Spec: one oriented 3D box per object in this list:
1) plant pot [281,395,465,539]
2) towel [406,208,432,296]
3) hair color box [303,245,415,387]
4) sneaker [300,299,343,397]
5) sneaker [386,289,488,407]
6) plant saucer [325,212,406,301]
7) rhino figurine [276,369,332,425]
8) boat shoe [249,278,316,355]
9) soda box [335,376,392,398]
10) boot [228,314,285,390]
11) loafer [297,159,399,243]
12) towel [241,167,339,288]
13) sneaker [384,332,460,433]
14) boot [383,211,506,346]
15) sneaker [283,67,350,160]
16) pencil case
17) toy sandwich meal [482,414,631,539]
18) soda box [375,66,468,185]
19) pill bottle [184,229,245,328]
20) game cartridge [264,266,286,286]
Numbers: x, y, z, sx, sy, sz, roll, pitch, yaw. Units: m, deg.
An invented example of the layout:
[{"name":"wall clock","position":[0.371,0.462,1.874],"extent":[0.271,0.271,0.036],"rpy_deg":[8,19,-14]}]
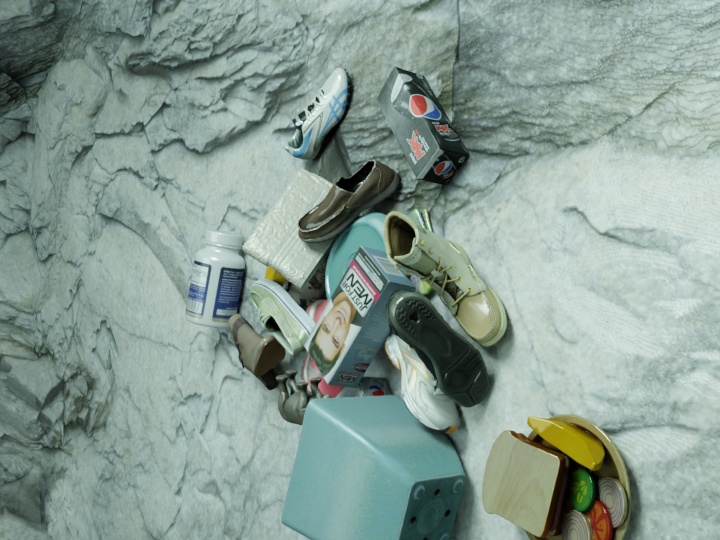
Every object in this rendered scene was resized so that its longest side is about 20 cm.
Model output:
[{"name":"plant pot","position":[0.035,0.311,1.242],"extent":[0.199,0.195,0.198],"rpy_deg":[21,102,46]},{"name":"towel","position":[0.058,0.005,1.405],"extent":[0.200,0.023,0.145],"rpy_deg":[-40,52,45]},{"name":"hair color box","position":[-0.004,0.074,1.347],"extent":[0.201,0.060,0.099],"rpy_deg":[-61,41,21]},{"name":"sneaker","position":[-0.054,0.141,1.497],"extent":[0.087,0.073,0.202],"rpy_deg":[-23,65,50]},{"name":"sneaker","position":[0.106,0.102,1.220],"extent":[0.076,0.200,0.114],"rpy_deg":[-42,15,1]},{"name":"plant saucer","position":[0.000,0.000,1.430],"extent":[0.199,0.027,0.202],"rpy_deg":[-18,67,48]},{"name":"rhino figurine","position":[-0.082,0.223,1.414],"extent":[0.199,0.059,0.088],"rpy_deg":[6,103,60]},{"name":"boat shoe","position":[-0.146,0.078,1.509],"extent":[0.200,0.062,0.073],"rpy_deg":[35,139,43]},{"name":"soda box","position":[-0.023,0.258,1.435],"extent":[0.200,0.068,0.064],"rpy_deg":[-51,46,37]},{"name":"boot","position":[-0.211,0.142,1.676],"extent":[0.146,0.070,0.201],"rpy_deg":[51,154,28]},{"name":"loafer","position":[-0.032,-0.124,1.446],"extent":[0.199,0.071,0.073],"rpy_deg":[-36,38,8]},{"name":"towel","position":[-0.103,-0.077,1.511],"extent":[0.201,0.132,0.035],"rpy_deg":[-55,-10,-22]},{"name":"sneaker","position":[0.103,0.144,1.272],"extent":[0.092,0.075,0.201],"rpy_deg":[-52,45,30]},{"name":"boot","position":[0.114,0.010,1.199],"extent":[0.072,0.154,0.201],"rpy_deg":[-43,47,18]},{"name":"sneaker","position":[-0.081,-0.294,1.620],"extent":[0.201,0.072,0.072],"rpy_deg":[-58,40,30]},{"name":"pencil case","position":[-0.109,0.043,1.592],"extent":[0.090,0.077,0.201],"rpy_deg":[-112,40,-64]},{"name":"toy sandwich meal","position":[0.237,0.267,1.051],"extent":[0.205,0.070,0.207],"rpy_deg":[-15,72,54]},{"name":"soda box","position":[0.094,-0.231,1.359],"extent":[0.071,0.063,0.201],"rpy_deg":[-54,44,35]},{"name":"pill bottle","position":[-0.311,0.017,1.861],"extent":[0.111,0.110,0.202],"rpy_deg":[17,98,55]},{"name":"game cartridge","position":[-0.141,-0.058,1.612],"extent":[0.176,0.032,0.202],"rpy_deg":[130,155,-61]}]
